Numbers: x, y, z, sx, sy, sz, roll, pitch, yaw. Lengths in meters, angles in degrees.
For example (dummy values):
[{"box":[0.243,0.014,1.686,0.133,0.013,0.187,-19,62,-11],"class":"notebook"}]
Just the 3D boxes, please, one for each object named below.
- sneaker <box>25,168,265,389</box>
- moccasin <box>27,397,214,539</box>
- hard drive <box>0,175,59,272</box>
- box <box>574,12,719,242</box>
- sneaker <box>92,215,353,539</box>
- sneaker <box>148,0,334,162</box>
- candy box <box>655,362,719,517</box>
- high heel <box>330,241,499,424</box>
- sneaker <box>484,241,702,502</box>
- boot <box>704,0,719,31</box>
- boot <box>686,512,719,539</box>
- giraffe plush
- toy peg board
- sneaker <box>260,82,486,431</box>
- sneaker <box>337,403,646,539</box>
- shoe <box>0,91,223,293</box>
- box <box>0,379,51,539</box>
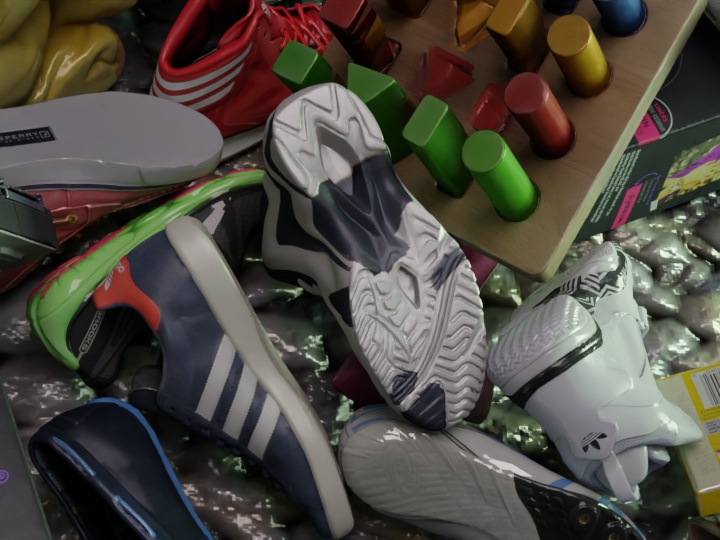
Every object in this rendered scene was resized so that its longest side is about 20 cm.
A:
[{"box":[-0.106,0.003,1.059,0.200,0.077,0.084,-35,100,-32],"class":"sneaker"},{"box":[-0.114,0.164,0.937,0.068,0.081,0.200,-13,60,-47],"class":"moccasin"},{"box":[-0.272,-0.002,0.933,0.199,0.140,0.038,-19,81,7],"class":"hard drive"},{"box":[0.176,-0.111,1.158,0.199,0.106,0.123,-19,64,-23],"class":"box"},{"box":[-0.077,0.073,0.990,0.084,0.075,0.201,-30,99,-2],"class":"sneaker"},{"box":[-0.044,-0.142,1.124,0.199,0.116,0.078,-34,70,-28],"class":"sneaker"},{"box":[0.277,0.076,1.031,0.198,0.027,0.103,-15,38,3],"class":"candy box"},{"box":[0.037,-0.007,1.085,0.095,0.067,0.202,13,71,-16],"class":"high heel"},{"box":[0.141,0.060,1.045,0.115,0.075,0.200,53,25,-2],"class":"sneaker"},{"box":[0.203,-0.184,1.113,0.095,0.074,0.201,-7,49,-9],"class":"boot"},{"box":[0.264,0.133,1.049,0.154,0.073,0.201,-2,62,-12],"class":"boot"},{"box":[-0.246,-0.170,1.098,0.162,0.172,0.201,35,92,22],"class":"giraffe plush"},{"box":[0.064,-0.132,1.046,0.199,0.098,0.200,28,84,25],"class":"toy peg board"},{"box":[0.000,0.000,1.022,0.079,0.130,0.200,-33,89,-13],"class":"sneaker"},{"box":[0.080,0.130,1.015,0.199,0.072,0.073,27,17,-5],"class":"sneaker"},{"box":[-0.181,-0.045,1.053,0.199,0.091,0.072,-7,46,-27],"class":"shoe"},{"box":[-0.221,0.125,0.906,0.105,0.123,0.201,-14,63,-19],"class":"box"}]
